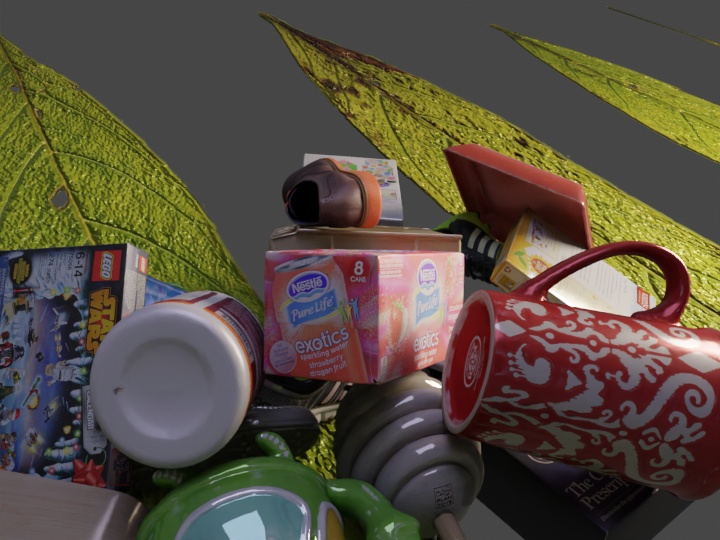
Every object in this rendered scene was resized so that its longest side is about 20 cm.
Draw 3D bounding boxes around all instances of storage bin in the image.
[{"bbox_3d":[0.000,0.000,0.880,0.194,0.096,0.200,2,6,-5],"label":"storage bin"}]

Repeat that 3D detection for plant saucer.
[{"bbox_3d":[0.215,-0.080,1.035,0.198,0.200,0.037,27,74,31],"label":"plant saucer"}]

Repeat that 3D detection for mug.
[{"bbox_3d":[0.172,0.072,0.626,0.196,0.134,0.180,12,54,-10],"label":"mug"}]

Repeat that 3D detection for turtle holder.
[{"bbox_3d":[-0.062,0.212,0.565,0.183,0.143,0.132,13,24,-30],"label":"turtle holder"}]

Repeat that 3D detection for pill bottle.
[{"bbox_3d":[-0.128,0.073,0.622,0.107,0.112,0.200,5,2,-1],"label":"pill bottle"}]

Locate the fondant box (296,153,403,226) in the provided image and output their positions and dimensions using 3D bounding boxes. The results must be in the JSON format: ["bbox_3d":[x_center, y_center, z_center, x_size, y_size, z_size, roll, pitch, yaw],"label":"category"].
[{"bbox_3d":[-0.017,-0.098,1.147,0.141,0.059,0.201,4,32,-3],"label":"fondant box"}]

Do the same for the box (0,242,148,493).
[{"bbox_3d":[-0.254,0.082,0.677,0.134,0.204,0.040,-3,-14,15],"label":"box"}]

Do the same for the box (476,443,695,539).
[{"bbox_3d":[0.215,0.171,0.726,0.198,0.080,0.140,-21,37,-36],"label":"box"}]

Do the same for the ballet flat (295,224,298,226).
[{"bbox_3d":[0.001,-0.012,1.017,0.196,0.069,0.068,7,50,12],"label":"ballet flat"}]

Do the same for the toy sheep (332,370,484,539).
[{"bbox_3d":[0.040,0.157,0.665,0.136,0.140,0.200,-10,34,-24],"label":"toy sheep"}]

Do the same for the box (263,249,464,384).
[{"bbox_3d":[0.011,0.031,0.672,0.101,0.097,0.199,2,3,26],"label":"box"}]

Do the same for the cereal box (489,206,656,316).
[{"bbox_3d":[0.253,0.023,0.937,0.199,0.040,0.144,37,35,1],"label":"cereal box"}]

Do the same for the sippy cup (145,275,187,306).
[{"bbox_3d":[-0.211,0.066,0.789,0.128,0.140,0.180,14,58,-4],"label":"sippy cup"}]

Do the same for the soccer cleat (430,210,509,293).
[{"bbox_3d":[0.161,-0.009,1.035,0.080,0.068,0.200,-24,38,-13],"label":"soccer cleat"}]

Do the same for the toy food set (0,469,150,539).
[{"bbox_3d":[-0.265,0.227,0.587,0.196,0.061,0.145,8,43,6],"label":"toy food set"}]

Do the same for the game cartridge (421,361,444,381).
[{"bbox_3d":[0.148,0.092,0.794,0.131,0.042,0.199,-22,10,-20],"label":"game cartridge"}]

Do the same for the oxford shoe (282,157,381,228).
[{"bbox_3d":[-0.052,-0.081,0.843,0.071,0.073,0.199,-6,8,-25],"label":"oxford shoe"}]

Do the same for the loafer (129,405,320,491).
[{"bbox_3d":[-0.135,0.144,0.719,0.196,0.071,0.070,-4,40,-14],"label":"loafer"}]

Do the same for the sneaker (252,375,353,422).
[{"bbox_3d":[-0.025,0.093,0.803,0.197,0.089,0.074,-17,37,-33],"label":"sneaker"}]
